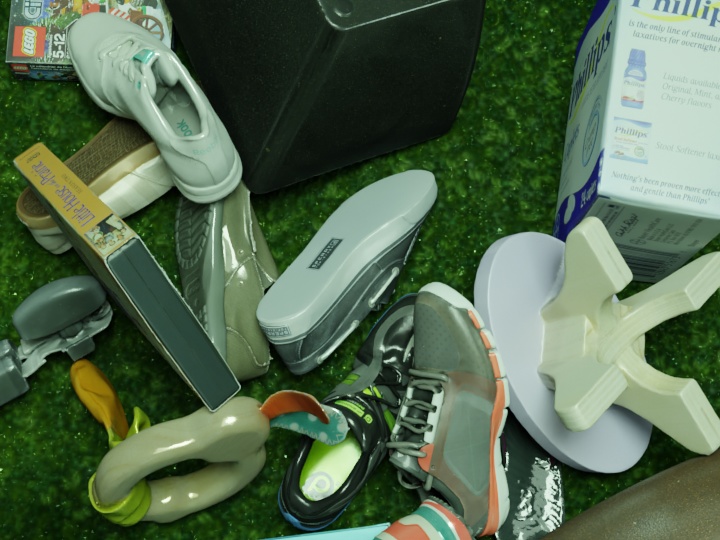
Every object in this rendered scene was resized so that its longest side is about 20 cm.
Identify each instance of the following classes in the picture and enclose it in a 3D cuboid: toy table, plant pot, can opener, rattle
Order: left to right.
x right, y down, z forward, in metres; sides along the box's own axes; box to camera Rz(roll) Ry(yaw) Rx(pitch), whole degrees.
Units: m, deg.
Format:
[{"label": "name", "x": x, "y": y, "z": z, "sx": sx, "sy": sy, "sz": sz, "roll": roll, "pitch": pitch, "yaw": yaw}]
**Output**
[{"label": "can opener", "x": -0.279, "y": 0.068, "z": 0.872, "sx": 0.198, "sy": 0.053, "sz": 0.067, "roll": -33, "pitch": 119, "yaw": -6}, {"label": "rattle", "x": -0.112, "y": 0.093, "z": 0.834, "sx": 0.199, "sy": 0.129, "sz": 0.144, "roll": -38, "pitch": 40, "yaw": 25}, {"label": "plant pot", "x": -0.018, "y": -0.208, "z": 0.869, "sx": 0.197, "sy": 0.178, "sz": 0.202, "roll": -20, "pitch": 77, "yaw": -24}, {"label": "toy table", "x": 0.180, "y": 0.056, "z": 0.833, "sx": 0.200, "sy": 0.117, "sz": 0.185, "roll": 46, "pitch": 64, "yaw": -15}, {"label": "plant pot", "x": 0.209, "y": 0.233, "z": 0.815, "sx": 0.196, "sy": 0.187, "sz": 0.191, "roll": -14, "pitch": 77, "yaw": 8}]

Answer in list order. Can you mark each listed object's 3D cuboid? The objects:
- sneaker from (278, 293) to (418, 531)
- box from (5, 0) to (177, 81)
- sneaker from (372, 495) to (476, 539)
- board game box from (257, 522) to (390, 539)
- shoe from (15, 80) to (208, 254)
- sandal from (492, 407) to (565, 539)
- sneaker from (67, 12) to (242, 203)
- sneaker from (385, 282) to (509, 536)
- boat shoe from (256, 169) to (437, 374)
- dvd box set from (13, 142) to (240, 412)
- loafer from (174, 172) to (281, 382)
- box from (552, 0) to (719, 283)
[{"label": "sneaker", "x": 0.007, "y": 0.108, "z": 0.868, "sx": 0.070, "sy": 0.083, "sz": 0.201, "roll": 33, "pitch": 76, "yaw": 5}, {"label": "box", "x": -0.220, "y": -0.260, "z": 0.966, "sx": 0.134, "sy": 0.038, "sz": 0.204, "roll": 1, "pitch": 76, "yaw": -3}, {"label": "sneaker", "x": 0.045, "y": 0.266, "z": 0.803, "sx": 0.092, "sy": 0.070, "sz": 0.203, "roll": -21, "pitch": 106, "yaw": -29}, {"label": "board game box", "x": -0.067, "y": 0.276, "z": 0.841, "sx": 0.196, "sy": 0.047, "sz": 0.154, "roll": -5, "pitch": 77, "yaw": -5}, {"label": "shoe", "x": -0.185, "y": -0.086, "z": 0.924, "sx": 0.199, "sy": 0.054, "sz": 0.070, "roll": -37, "pitch": 46, "yaw": -16}, {"label": "sandal", "x": 0.129, "y": 0.120, "z": 0.889, "sx": 0.074, "sy": 0.048, "sz": 0.204, "roll": -6, "pitch": 77, "yaw": -5}, {"label": "sneaker", "x": -0.159, "y": -0.145, "z": 0.864, "sx": 0.075, "sy": 0.089, "sz": 0.200, "roll": -39, "pitch": 67, "yaw": -14}, {"label": "sneaker", "x": 0.058, "y": 0.112, "z": 0.834, "sx": 0.081, "sy": 0.077, "sz": 0.204, "roll": -17, "pitch": 104, "yaw": -30}, {"label": "boat shoe", "x": 0.000, "y": 0.000, "z": 0.903, "sx": 0.071, "sy": 0.068, "sz": 0.200, "roll": 8, "pitch": 46, "yaw": 41}, {"label": "dvd box set", "x": -0.167, "y": 0.000, "z": 0.802, "sx": 0.029, "sy": 0.147, "sz": 0.199, "roll": -38, "pitch": 37, "yaw": -13}, {"label": "loafer", "x": -0.103, "y": -0.003, "z": 0.903, "sx": 0.069, "sy": 0.075, "sz": 0.204, "roll": 9, "pitch": 73, "yaw": -32}, {"label": "box", "x": 0.222, "y": -0.115, "z": 0.883, "sx": 0.103, "sy": 0.184, "sz": 0.204, "roll": 10, "pitch": 75, "yaw": 1}]
